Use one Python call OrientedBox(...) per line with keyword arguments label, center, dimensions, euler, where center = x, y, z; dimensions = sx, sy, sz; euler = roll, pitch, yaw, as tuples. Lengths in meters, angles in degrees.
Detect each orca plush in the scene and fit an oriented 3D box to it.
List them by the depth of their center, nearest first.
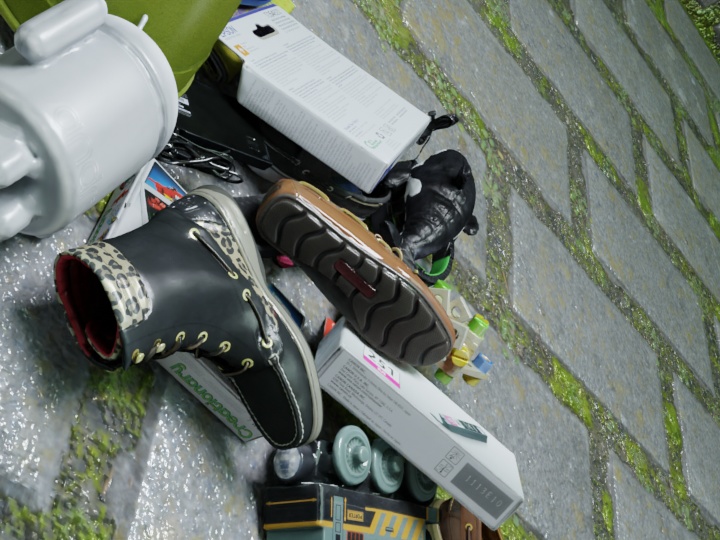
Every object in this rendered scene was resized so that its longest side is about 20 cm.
OrientedBox(label="orca plush", center=(0.073, -0.079, 1.080), dimensions=(0.105, 0.071, 0.200), euler=(42, 35, 10))

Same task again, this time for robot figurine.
OrientedBox(label="robot figurine", center=(-0.199, -0.101, 0.751), dimensions=(0.112, 0.171, 0.200), euler=(28, 43, 12))

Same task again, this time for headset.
OrientedBox(label="headset", center=(0.068, -0.079, 1.194), dimensions=(0.123, 0.093, 0.202), euler=(38, 42, -39))

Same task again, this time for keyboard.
OrientedBox(label="keyboard", center=(-0.163, -0.123, 0.919), dimensions=(0.199, 0.040, 0.105), euler=(18, 41, -39))

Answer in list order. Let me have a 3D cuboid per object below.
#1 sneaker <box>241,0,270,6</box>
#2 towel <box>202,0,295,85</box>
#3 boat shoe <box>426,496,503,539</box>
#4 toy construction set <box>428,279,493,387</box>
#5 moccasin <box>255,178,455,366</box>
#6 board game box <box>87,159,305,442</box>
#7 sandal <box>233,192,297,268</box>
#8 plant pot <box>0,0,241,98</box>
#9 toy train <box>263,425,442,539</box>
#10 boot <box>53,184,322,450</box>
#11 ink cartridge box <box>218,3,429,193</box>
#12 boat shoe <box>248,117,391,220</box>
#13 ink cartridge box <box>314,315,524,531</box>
OrientedBox(label="sneaker", center=(-0.097, -0.296, 1.057), dimensions=(0.071, 0.077, 0.200), euler=(61, 30, -7))
OrientedBox(label="towel", center=(-0.136, -0.273, 1.079), dimensions=(0.144, 0.023, 0.201), euler=(55, 32, -17))
OrientedBox(label="boat shoe", center=(0.124, 0.303, 1.043), dimensions=(0.072, 0.067, 0.202), euler=(-23, 89, -60))
OrientedBox(label="toy construction set", center=(0.060, 0.055, 1.060), dimensions=(0.131, 0.092, 0.200), euler=(42, 2, 16))
OrientedBox(label="moccasin", center=(-0.001, 0.001, 0.927), dimensions=(0.200, 0.074, 0.078), euler=(37, 23, -7))
OrientedBox(label="board game box", center=(-0.126, 0.023, 0.874), dimensions=(0.200, 0.034, 0.127), euler=(48, 35, -28))
OrientedBox(label="sandal", center=(-0.075, -0.033, 0.977), dimensions=(0.075, 0.045, 0.199), euler=(51, 23, 16))
OrientedBox(label="plant pot", center=(-0.151, -0.261, 0.845), dimensions=(0.199, 0.192, 0.202), euler=(31, 40, -30))
OrientedBox(label="toy train", center=(-0.002, 0.195, 0.915), dimensions=(0.199, 0.084, 0.116), euler=(26, 61, -51))
OrientedBox(label="boot", center=(-0.117, 0.053, 0.778), dimensions=(0.153, 0.073, 0.206), euler=(-27, 95, -52))
OrientedBox(label="ink cartridge box", center=(-0.040, -0.166, 1.045), dimensions=(0.199, 0.041, 0.200), euler=(37, 24, 1))
OrientedBox(label="boat shoe", center=(-0.042, -0.106, 1.066), dimensions=(0.200, 0.066, 0.071), euler=(37, 40, -40))
OrientedBox(label="ink cartridge box", center=(0.050, 0.114, 0.968), dimensions=(0.200, 0.044, 0.174), euler=(40, 13, -8))
